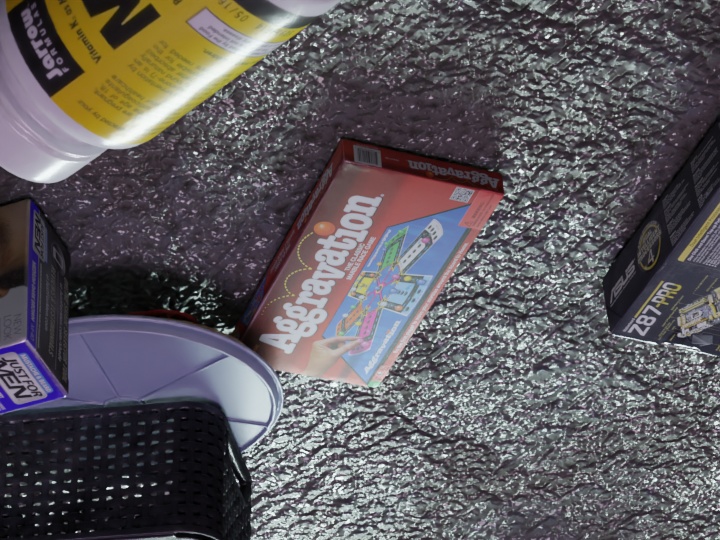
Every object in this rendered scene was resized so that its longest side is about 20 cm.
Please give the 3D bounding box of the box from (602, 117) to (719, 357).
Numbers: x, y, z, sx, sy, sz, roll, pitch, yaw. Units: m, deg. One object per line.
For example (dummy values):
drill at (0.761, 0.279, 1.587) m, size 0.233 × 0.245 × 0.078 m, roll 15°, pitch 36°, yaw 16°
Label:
box at (0.259, -0.020, 1.488) m, size 0.161 × 0.049 × 0.200 m, roll 9°, pitch 139°, yaw -20°

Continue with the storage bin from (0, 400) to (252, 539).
storage bin at (-0.175, 0.161, 1.588) m, size 0.199 × 0.094 × 0.135 m, roll -4°, pitch 149°, yaw 7°

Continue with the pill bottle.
pill bottle at (-0.110, -0.132, 1.253) m, size 0.200 × 0.115 × 0.114 m, roll -33°, pitch 134°, yaw 30°

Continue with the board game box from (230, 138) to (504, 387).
board game box at (0.000, 0.000, 1.508) m, size 0.103 × 0.019 × 0.200 m, roll 12°, pitch 139°, yaw -18°

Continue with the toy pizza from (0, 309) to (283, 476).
toy pizza at (-0.148, 0.073, 1.564) m, size 0.200 × 0.032 × 0.200 m, roll -1°, pitch 149°, yaw -1°

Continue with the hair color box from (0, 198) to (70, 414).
hair color box at (-0.271, 0.040, 1.454) m, size 0.199 × 0.110 × 0.065 m, roll -15°, pitch 139°, yaw 11°
